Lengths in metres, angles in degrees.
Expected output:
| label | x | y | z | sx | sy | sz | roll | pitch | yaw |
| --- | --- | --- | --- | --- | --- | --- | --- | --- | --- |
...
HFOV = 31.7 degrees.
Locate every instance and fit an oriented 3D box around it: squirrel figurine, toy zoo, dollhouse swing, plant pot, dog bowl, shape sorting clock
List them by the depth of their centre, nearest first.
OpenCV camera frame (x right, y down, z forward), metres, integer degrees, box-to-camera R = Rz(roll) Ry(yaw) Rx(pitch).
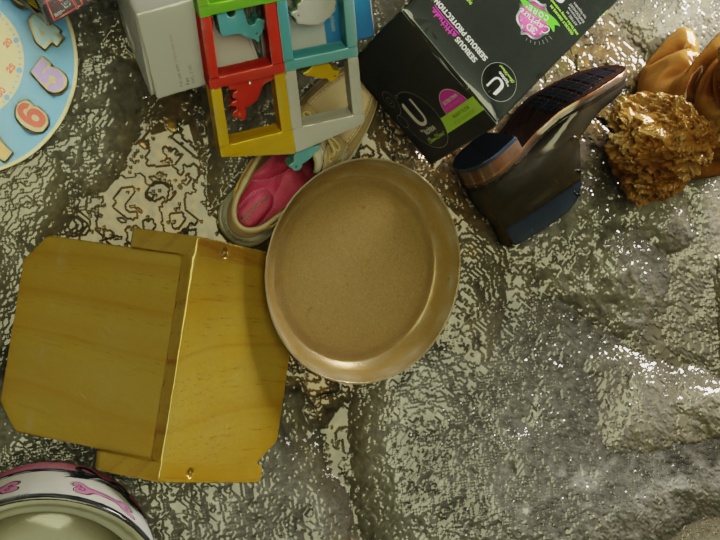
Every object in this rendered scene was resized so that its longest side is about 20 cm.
| label | x | y | z | sx | sy | sz | roll | pitch | yaw |
| --- | --- | --- | --- | --- | --- | --- | --- | --- | --- |
| toy zoo | -0.064 | -0.172 | 1.037 | 0.129 | 0.021 | 0.203 | -14 | 124 | -14 |
| dog bowl | -0.257 | 0.247 | 1.049 | 0.196 | 0.074 | 0.203 | -4 | 118 | -8 |
| shape sorting clock | -0.344 | -0.183 | 1.097 | 0.196 | 0.039 | 0.204 | 0 | 88 | -11 |
| dollhouse swing | -0.185 | 0.072 | 1.123 | 0.181 | 0.174 | 0.204 | 12 | 84 | -52 |
| plant pot | 0.000 | 0.000 | 1.140 | 0.197 | 0.027 | 0.204 | -4 | 99 | -28 |
| squirrel figurine | 0.315 | -0.139 | 1.148 | 0.199 | 0.187 | 0.142 | -38 | 96 | -9 |

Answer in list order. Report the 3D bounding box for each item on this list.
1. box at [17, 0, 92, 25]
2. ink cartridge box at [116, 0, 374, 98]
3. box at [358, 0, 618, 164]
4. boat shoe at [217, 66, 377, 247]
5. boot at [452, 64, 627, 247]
| label | x | y | z | sx | sy | sz | roll | pitch | yaw |
| --- | --- | --- | --- | --- | --- | --- | --- | --- | --- |
| box | -0.214 | -0.291 | 1.066 | 0.199 | 0.137 | 0.040 | -36 | 137 | -19 |
| ink cartridge box | -0.105 | -0.241 | 1.085 | 0.197 | 0.147 | 0.087 | -17 | 132 | -12 |
| box | 0.112 | -0.215 | 1.115 | 0.200 | 0.148 | 0.125 | -44 | 96 | -21 |
| boat shoe | -0.049 | -0.103 | 1.136 | 0.073 | 0.069 | 0.201 | 38 | 82 | -7 |
| boot | 0.182 | -0.110 | 1.194 | 0.199 | 0.075 | 0.098 | -34 | 115 | -14 |
